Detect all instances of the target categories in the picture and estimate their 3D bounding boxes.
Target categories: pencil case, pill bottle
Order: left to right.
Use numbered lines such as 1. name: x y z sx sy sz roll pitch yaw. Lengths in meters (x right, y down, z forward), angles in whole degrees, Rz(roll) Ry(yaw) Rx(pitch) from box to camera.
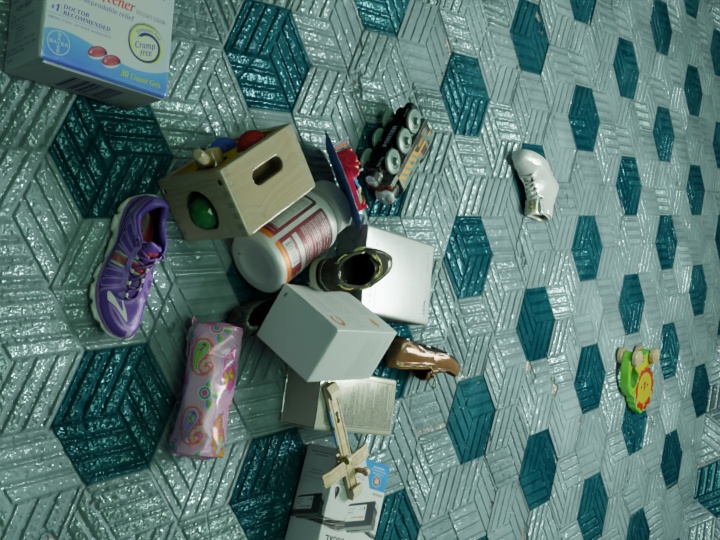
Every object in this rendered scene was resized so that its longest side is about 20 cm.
1. pencil case: -0.226 0.173 1.158 0.087 0.086 0.204 18 74 -46
2. pill bottle: -0.106 -0.061 1.276 0.200 0.108 0.111 -41 118 -40

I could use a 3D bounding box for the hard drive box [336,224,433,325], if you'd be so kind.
1. hard drive box: 0.046 0.013 1.467 0.198 0.076 0.159 15 78 -46

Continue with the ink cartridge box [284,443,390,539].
1. ink cartridge box: -0.041 0.416 1.350 0.144 0.083 0.204 30 68 -43

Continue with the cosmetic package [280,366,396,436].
1. cosmetic package: -0.034 0.225 1.362 0.198 0.086 0.106 20 76 -47

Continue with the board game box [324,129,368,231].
1. board game box: -0.014 -0.154 1.332 0.038 0.200 0.161 -21 86 -3

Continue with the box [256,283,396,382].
1. box: -0.050 0.102 1.271 0.098 0.124 0.199 -58 152 11

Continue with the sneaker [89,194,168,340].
1. sneaker: -0.307 -0.008 1.069 0.080 0.082 0.204 17 77 -45

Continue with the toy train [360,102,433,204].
1. toy train: 0.072 -0.223 1.507 0.115 0.084 0.202 56 51 -43

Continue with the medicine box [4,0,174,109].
1. medicine box: -0.346 -0.336 1.024 0.180 0.102 0.205 9 83 -47

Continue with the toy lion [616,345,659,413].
1. toy lion: 0.823 0.326 2.343 0.198 0.068 0.196 3 94 -48

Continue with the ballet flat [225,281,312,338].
1. ballet flat: -0.132 0.067 1.281 0.198 0.056 0.068 -24 107 -46

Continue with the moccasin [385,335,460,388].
1. moccasin: 0.124 0.186 1.553 0.200 0.073 0.079 22 82 -49

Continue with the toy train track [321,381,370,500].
1. toy train track: -0.022 0.280 1.286 0.114 0.032 0.204 -26 109 -45

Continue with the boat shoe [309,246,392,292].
1. boat shoe: 0.000 0.000 1.309 0.200 0.060 0.073 -13 100 -52

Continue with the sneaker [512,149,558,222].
1. sneaker: 0.419 -0.195 1.895 0.199 0.073 0.118 38 59 -42

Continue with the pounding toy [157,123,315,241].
1. pounding toy: -0.190 -0.135 1.130 0.200 0.182 0.144 -42 118 -40
